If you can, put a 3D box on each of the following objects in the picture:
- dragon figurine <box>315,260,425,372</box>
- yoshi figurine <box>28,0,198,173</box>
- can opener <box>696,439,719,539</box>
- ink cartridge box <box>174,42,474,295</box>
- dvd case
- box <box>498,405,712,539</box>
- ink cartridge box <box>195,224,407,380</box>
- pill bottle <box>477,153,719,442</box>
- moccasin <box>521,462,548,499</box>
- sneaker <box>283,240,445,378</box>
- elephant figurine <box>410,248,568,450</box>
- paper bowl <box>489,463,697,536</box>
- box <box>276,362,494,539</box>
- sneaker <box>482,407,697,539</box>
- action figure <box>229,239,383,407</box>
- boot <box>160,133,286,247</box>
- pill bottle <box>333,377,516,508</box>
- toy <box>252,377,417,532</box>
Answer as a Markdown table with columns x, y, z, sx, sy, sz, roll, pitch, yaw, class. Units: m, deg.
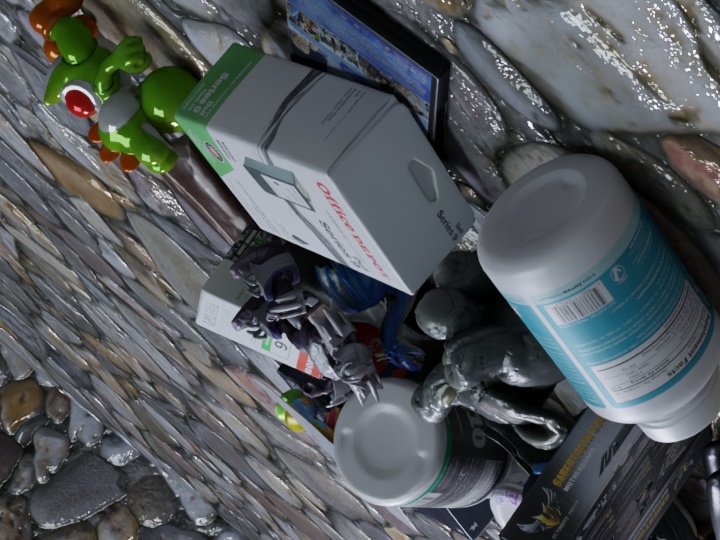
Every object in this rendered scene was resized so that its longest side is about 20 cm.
| x | y | z | sx | sy | sz | roll | pitch | yaw | class |
| --- | --- | --- | --- | --- | --- | --- | --- | --- | --- |
| 0.000 | 0.000 | 1.708 | 0.200 | 0.100 | 0.059 | 44 | 164 | -8 | dragon figurine |
| -0.211 | -0.178 | 1.812 | 0.200 | 0.112 | 0.112 | 50 | 129 | 25 | yoshi figurine |
| 0.303 | 0.198 | 1.610 | 0.200 | 0.078 | 0.064 | 63 | -167 | -46 | can opener |
| -0.028 | -0.080 | 1.515 | 0.199 | 0.084 | 0.146 | 23 | 157 | 48 | ink cartridge box |
| 0.004 | -0.143 | 1.460 | 0.142 | 0.018 | 0.200 | 37 | 164 | 13 | dvd case |
| 0.189 | 0.163 | 1.497 | 0.048 | 0.200 | 0.159 | 29 | 162 | 27 | box |
| -0.043 | 0.040 | 1.865 | 0.199 | 0.109 | 0.051 | 23 | 133 | 9 | ink cartridge box |
| 0.171 | 0.026 | 1.332 | 0.200 | 0.111 | 0.111 | 51 | 162 | -30 | pill bottle |
| 0.174 | 0.241 | 1.621 | 0.080 | 0.068 | 0.200 | -10 | 131 | 36 | moccasin |
| 0.016 | 0.017 | 1.797 | 0.199 | 0.076 | 0.091 | 28 | 156 | 13 | sneaker |
| 0.121 | 0.071 | 1.556 | 0.155 | 0.141 | 0.201 | 49 | 165 | 35 | elephant figurine |
| 0.222 | 0.233 | 1.790 | 0.200 | 0.104 | 0.201 | 39 | 165 | 12 | paper bowl |
| 0.046 | 0.150 | 1.999 | 0.182 | 0.104 | 0.200 | 24 | 157 | 51 | box |
| 0.196 | 0.188 | 1.667 | 0.201 | 0.104 | 0.060 | 59 | 172 | 15 | sneaker |
| -0.047 | 0.054 | 1.723 | 0.200 | 0.069 | 0.131 | 40 | 152 | 52 | action figure |
| -0.141 | -0.051 | 1.987 | 0.200 | 0.064 | 0.186 | 41 | 152 | -10 | boot |
| 0.069 | 0.158 | 1.802 | 0.113 | 0.114 | 0.200 | 33 | -170 | 28 | pill bottle |
| -0.014 | 0.162 | 1.899 | 0.200 | 0.047 | 0.115 | 30 | 164 | 50 | toy |
